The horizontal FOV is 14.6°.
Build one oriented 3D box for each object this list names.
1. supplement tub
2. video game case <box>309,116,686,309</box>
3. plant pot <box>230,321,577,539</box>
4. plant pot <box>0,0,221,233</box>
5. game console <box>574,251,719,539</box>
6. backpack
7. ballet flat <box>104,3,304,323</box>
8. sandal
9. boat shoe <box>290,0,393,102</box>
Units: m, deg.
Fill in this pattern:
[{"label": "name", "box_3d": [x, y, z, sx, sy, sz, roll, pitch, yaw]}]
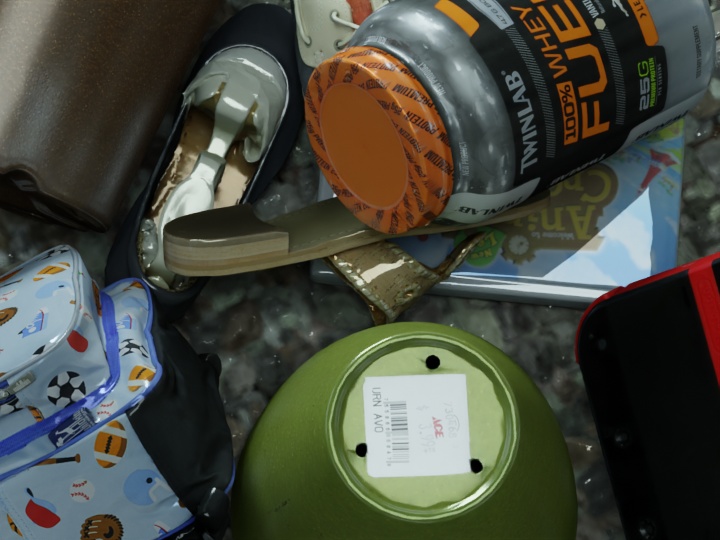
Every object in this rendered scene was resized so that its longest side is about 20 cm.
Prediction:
[{"label": "supplement tub", "box_3d": [0.077, -0.100, 1.460, 0.200, 0.123, 0.123, -28, 76, -31]}, {"label": "video game case", "box_3d": [0.079, -0.073, 1.557, 0.199, 0.022, 0.183, 5, 74, 0]}, {"label": "plant pot", "box_3d": [0.026, 0.102, 1.414, 0.187, 0.200, 0.188, 0, 75, -1]}, {"label": "plant pot", "box_3d": [-0.168, -0.137, 1.491, 0.200, 0.200, 0.199, 20, 83, 4]}, {"label": "game console", "box_3d": [0.197, 0.089, 1.403, 0.177, 0.031, 0.201, -20, 82, 39]}, {"label": "backpack", "box_3d": [-0.169, 0.093, 1.416, 0.190, 0.200, 0.154, -38, 105, 7]}, {"label": "ballet flat", "box_3d": [-0.077, -0.062, 1.525, 0.073, 0.073, 0.200, 24, 75, 5]}, {"label": "sandal", "box_3d": [-0.002, -0.002, 1.497, 0.211, 0.078, 0.070, -8, 110, -18]}, {"label": "boat shoe", "box_3d": [-0.003, -0.145, 1.530, 0.071, 0.063, 0.201, -8, 70, -6]}]
